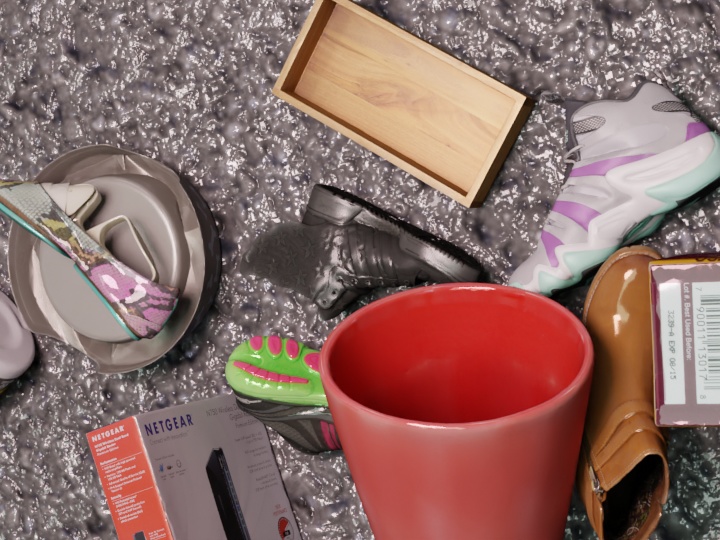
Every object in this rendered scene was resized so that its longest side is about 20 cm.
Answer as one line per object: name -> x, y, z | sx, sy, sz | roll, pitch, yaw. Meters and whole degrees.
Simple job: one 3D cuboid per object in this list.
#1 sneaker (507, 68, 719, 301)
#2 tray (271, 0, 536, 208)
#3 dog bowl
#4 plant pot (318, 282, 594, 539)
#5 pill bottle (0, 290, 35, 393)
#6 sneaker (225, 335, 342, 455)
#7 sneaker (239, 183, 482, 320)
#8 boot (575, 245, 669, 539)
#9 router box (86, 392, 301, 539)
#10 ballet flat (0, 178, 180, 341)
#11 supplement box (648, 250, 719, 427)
sneaker -> 0.171, -0.075, 1.154 | 0.200, 0.078, 0.140 | -36, 77, 9
tray -> 0.034, -0.143, 1.223 | 0.200, 0.037, 0.099 | 32, 103, 19
dog bowl -> -0.212, -0.011, 1.314 | 0.199, 0.059, 0.201 | 0, 91, 22
plant pot -> 0.076, 0.133, 1.106 | 0.199, 0.201, 0.178 | 6, 120, 22
pill bottle -> -0.402, 0.104, 1.367 | 0.200, 0.111, 0.112 | -39, 78, 19
sneaker -> -0.017, 0.116, 1.241 | 0.199, 0.077, 0.084 | 23, 145, 9
sneaker -> -0.001, 0.000, 1.232 | 0.199, 0.060, 0.105 | 28, 101, 24
boot -> 0.194, 0.095, 1.082 | 0.076, 0.155, 0.201 | 13, 109, 0
router box -> -0.125, 0.198, 1.209 | 0.049, 0.200, 0.180 | -21, 84, 22
ballet flat -> -0.229, -0.027, 1.261 | 0.200, 0.069, 0.071 | 42, 88, 12
supplement box -> 0.262, 0.043, 1.048 | 0.085, 0.200, 0.111 | -2, 92, 21
